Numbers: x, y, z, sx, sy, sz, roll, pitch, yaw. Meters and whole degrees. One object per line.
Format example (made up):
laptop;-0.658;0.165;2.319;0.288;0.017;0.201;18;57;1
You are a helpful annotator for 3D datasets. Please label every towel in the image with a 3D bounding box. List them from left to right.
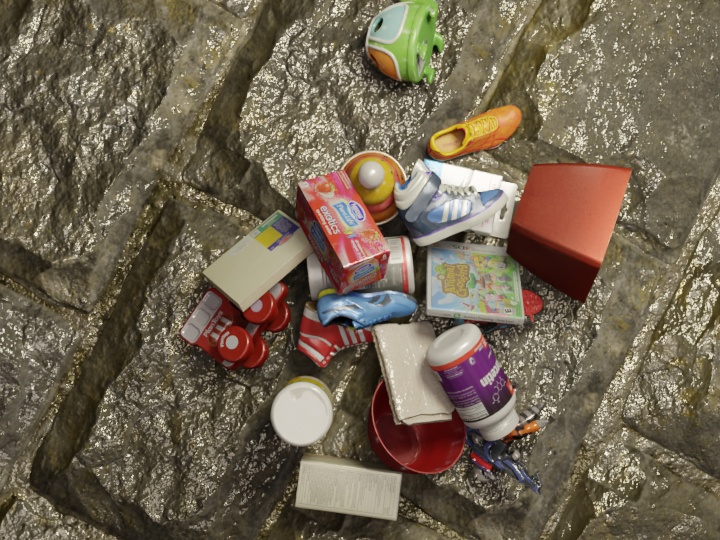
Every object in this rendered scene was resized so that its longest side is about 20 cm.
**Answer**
towel;0.099;0.188;1.636;0.131;0.035;0.203;-1;63;-31

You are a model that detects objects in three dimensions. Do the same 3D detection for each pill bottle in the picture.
pill bottle;-0.104;0.255;1.627;0.111;0.200;0.115;0;88;-1
pill bottle;0.000;0.000;1.680;0.196;0.114;0.116;-6;88;0
pill bottle;0.210;0.206;1.601;0.112;0.112;0.202;-32;102;-1

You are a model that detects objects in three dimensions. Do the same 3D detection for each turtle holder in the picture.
turtle holder;0.086;-0.458;1.685;0.130;0.141;0.189;12;97;17

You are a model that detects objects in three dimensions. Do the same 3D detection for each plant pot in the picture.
plant pot;0.376;-0.087;1.636;0.174;0.200;0.202;19;72;11

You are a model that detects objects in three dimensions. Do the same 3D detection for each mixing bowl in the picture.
mixing bowl;0.088;0.301;1.653;0.197;0.109;0.203;14;54;-21

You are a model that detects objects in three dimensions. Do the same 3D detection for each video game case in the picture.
video game case;0.213;0.018;1.657;0.178;0.202;0.022;6;131;0

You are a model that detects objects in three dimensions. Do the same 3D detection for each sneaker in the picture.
sneaker;-0.028;0.134;1.698;0.197;0.071;0.114;14;106;-16
sneaker;0.014;0.082;1.632;0.196;0.066;0.080;3;57;-18
sneaker;0.159;-0.148;1.622;0.197;0.081;0.148;-25;106;7
sneaker;0.226;-0.265;1.709;0.197;0.077;0.074;-26;87;-3
sneaker;0.261;0.079;1.699;0.197;0.095;0.081;-9;78;-26

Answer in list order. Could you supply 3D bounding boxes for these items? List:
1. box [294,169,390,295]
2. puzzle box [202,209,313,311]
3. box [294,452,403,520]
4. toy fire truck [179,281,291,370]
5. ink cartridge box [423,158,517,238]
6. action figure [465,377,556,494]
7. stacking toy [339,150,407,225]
box;-0.036;-0.072;1.593;0.098;0.096;0.202;-18;61;-20
puzzle box;-0.186;-0.022;1.659;0.199;0.026;0.132;-41;47;-17
box;-0.022;0.412;1.683;0.196;0.078;0.097;9;88;0
toy fire truck;-0.238;0.084;1.687;0.167;0.112;0.202;32;87;19
ink cartridge box;0.206;-0.137;1.708;0.196;0.068;0.118;12;89;0
action figure;0.292;0.337;1.679;0.194;0.104;0.200;-49;64;3
stacking toy;0.023;-0.163;1.642;0.143;0.200;0.149;0;89;0
